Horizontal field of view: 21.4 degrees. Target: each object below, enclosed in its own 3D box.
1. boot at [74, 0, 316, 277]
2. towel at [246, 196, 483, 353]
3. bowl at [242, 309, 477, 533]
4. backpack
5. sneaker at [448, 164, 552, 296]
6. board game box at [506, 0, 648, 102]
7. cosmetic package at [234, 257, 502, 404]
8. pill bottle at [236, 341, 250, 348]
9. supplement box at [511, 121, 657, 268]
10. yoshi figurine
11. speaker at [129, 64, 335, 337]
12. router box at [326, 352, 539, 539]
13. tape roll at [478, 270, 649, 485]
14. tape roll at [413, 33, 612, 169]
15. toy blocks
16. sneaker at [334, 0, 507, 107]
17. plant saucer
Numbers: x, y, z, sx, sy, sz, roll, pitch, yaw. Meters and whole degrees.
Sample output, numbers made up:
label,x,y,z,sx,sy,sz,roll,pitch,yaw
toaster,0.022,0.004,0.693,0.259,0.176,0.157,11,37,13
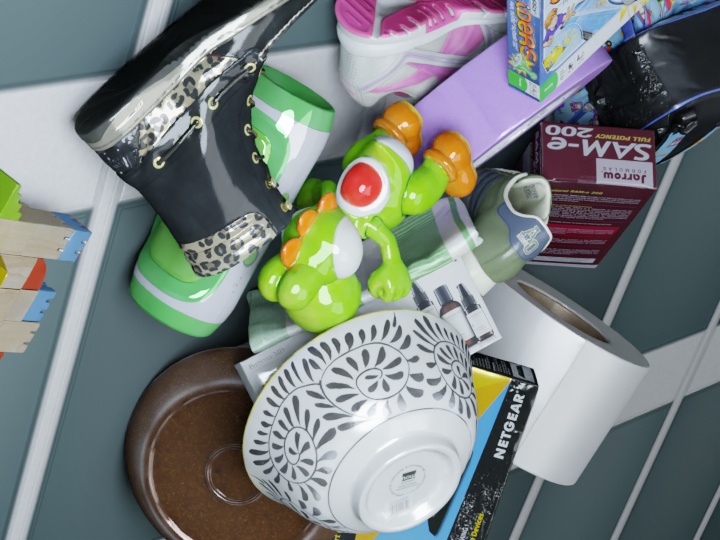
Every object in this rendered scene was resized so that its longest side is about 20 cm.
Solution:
label,x,y,z,sx,sy,sz,roll,pitch,yaw
boot,-0.085,-0.108,1.363,0.203,0.073,0.154,-40,117,-10
towel,0.000,0.000,1.545,0.199,0.153,0.024,-24,104,2
bowl,0.018,0.137,1.463,0.199,0.094,0.202,-17,133,-19
backpack,0.267,-0.167,1.795,0.182,0.135,0.200,-22,170,-40
sneaker,0.127,-0.052,1.643,0.090,0.201,0.067,-33,111,18
board game box,0.184,-0.239,1.456,0.200,0.034,0.136,-44,148,-27
cosmetic package,0.006,0.065,1.526,0.199,0.083,0.051,-28,178,-10
pill bottle,-0.088,0.169,1.671,0.112,0.112,0.201,-19,136,-44
supplement box,0.191,-0.066,1.746,0.108,0.061,0.200,4,160,-9
yoshi figurine,-0.003,-0.028,1.458,0.200,0.112,0.112,-45,108,-27
speaker,-0.098,-0.053,1.451,0.088,0.088,0.201,10,113,-57
router box,0.049,0.160,1.611,0.051,0.148,0.202,-92,-162,-73
tape roll,0.161,0.095,1.854,0.140,0.202,0.202,-57,150,10
tape roll,0.110,-0.138,1.579,0.200,0.066,0.200,-37,179,-1
toy blocks,-0.265,0.021,1.306,0.201,0.100,0.137,-58,161,8
sneaker,0.051,-0.188,1.536,0.199,0.081,0.089,-17,139,-37
plant saucer,-0.101,0.164,1.576,0.035,0.199,0.201,-68,-176,-71
